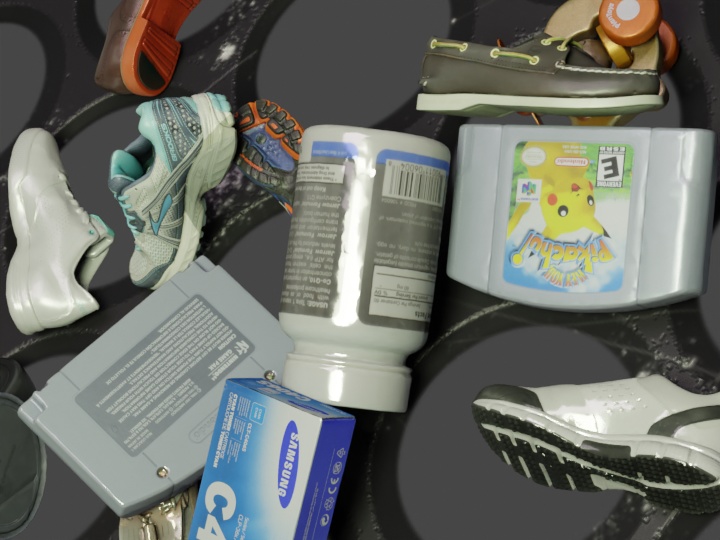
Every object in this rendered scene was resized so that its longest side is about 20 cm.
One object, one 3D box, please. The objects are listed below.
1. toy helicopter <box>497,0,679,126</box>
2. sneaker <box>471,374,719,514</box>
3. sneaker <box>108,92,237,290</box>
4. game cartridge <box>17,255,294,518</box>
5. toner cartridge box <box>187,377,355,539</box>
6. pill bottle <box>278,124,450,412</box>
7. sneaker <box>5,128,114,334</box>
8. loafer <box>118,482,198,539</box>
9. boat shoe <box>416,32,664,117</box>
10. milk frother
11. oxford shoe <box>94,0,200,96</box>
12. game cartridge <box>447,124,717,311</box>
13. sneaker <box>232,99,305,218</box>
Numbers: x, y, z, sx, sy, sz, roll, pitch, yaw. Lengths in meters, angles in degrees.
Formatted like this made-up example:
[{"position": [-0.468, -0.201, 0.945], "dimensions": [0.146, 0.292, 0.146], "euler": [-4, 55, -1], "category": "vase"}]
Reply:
[{"position": [0.169, -0.117, 1.346], "dimensions": [0.131, 0.079, 0.201], "euler": [-2, 72, 22], "category": "toy helicopter"}, {"position": [0.171, 0.108, 1.214], "dimensions": [0.199, 0.074, 0.080], "euler": [11, 53, 30], "category": "sneaker"}, {"position": [-0.170, -0.067, 1.446], "dimensions": [0.078, 0.086, 0.201], "euler": [-113, 35, -42], "category": "sneaker"}, {"position": [-0.145, 0.091, 1.351], "dimensions": [0.133, 0.041, 0.200], "euler": [41, 61, 14], "category": "game cartridge"}, {"position": [-0.073, 0.186, 1.259], "dimensions": [0.095, 0.043, 0.201], "euler": [18, 98, 36], "category": "toner cartridge box"}, {"position": [0.000, 0.000, 1.308], "dimensions": [0.113, 0.114, 0.201], "euler": [7, 88, 33], "category": "pill bottle"}, {"position": [-0.260, -0.039, 1.555], "dimensions": [0.088, 0.075, 0.201], "euler": [-11, 61, 9], "category": "sneaker"}, {"position": [-0.158, 0.163, 1.363], "dimensions": [0.072, 0.063, 0.201], "euler": [-13, 56, 22], "category": "loafer"}, {"position": [0.129, -0.145, 1.302], "dimensions": [0.200, 0.072, 0.061], "euler": [4, 90, 34], "category": "boat shoe"}, {"position": [-0.378, 0.114, 1.434], "dimensions": [0.187, 0.200, 0.181], "euler": [-6, 55, 26], "category": "milk frother"}, {"position": [-0.195, -0.255, 1.643], "dimensions": [0.072, 0.071, 0.201], "euler": [3, 64, 37], "category": "oxford shoe"}, {"position": [0.157, -0.038, 1.285], "dimensions": [0.199, 0.040, 0.134], "euler": [3, 90, 30], "category": "game cartridge"}, {"position": [-0.026, -0.057, 1.421], "dimensions": [0.075, 0.078, 0.200], "euler": [-41, 67, 7], "category": "sneaker"}]
